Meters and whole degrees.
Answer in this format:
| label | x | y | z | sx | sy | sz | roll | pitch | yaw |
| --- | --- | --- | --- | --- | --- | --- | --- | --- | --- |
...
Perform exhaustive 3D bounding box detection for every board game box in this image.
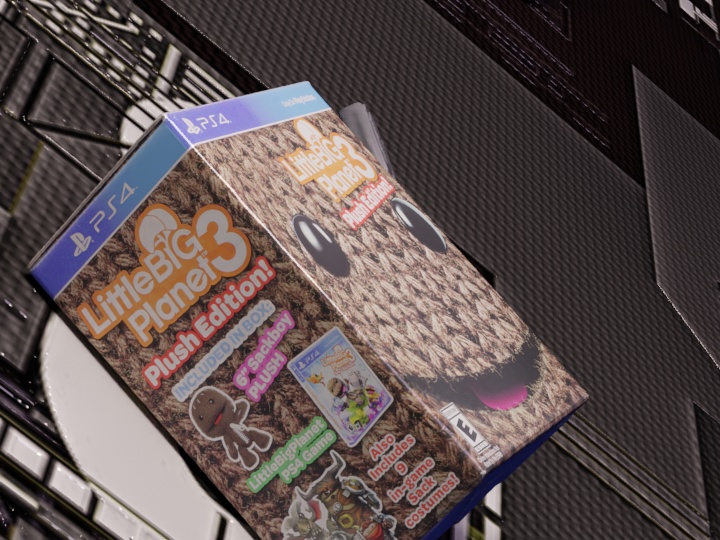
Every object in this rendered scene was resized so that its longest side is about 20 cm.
| label | x | y | z | sx | sy | sz | roll | pitch | yaw |
| --- | --- | --- | --- | --- | --- | --- | --- | --- | --- |
| board game box | -0.018 | 0.028 | 1.071 | 0.200 | 0.097 | 0.159 | 48 | 22 | 7 |

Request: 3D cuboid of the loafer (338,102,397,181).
| label | x | y | z | sx | sy | sz | roll | pitch | yaw |
| --- | --- | --- | --- | --- | --- | --- | --- | --- | --- |
| loafer | 0.000 | 0.000 | 1.229 | 0.072 | 0.063 | 0.201 | 66 | 6 | -46 |
